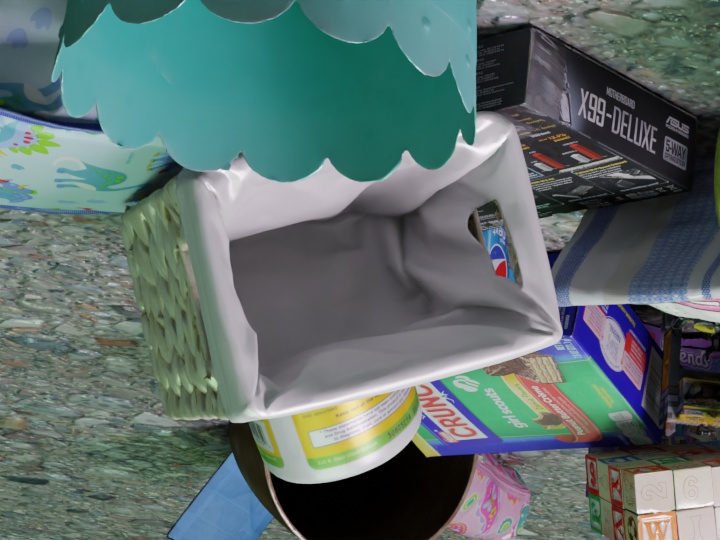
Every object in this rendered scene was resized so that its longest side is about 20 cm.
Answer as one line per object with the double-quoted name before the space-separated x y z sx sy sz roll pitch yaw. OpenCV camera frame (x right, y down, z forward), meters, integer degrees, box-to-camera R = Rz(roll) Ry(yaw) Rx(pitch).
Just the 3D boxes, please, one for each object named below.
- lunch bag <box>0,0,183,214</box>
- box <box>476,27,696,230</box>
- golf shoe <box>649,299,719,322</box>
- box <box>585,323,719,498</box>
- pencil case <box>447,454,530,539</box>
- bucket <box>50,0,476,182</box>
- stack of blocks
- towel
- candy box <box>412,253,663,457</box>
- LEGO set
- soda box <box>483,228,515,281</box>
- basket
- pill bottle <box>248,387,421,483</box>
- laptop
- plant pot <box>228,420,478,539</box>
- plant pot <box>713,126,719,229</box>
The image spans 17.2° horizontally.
"lunch bag" -0.190 -0.103 1.265 0.199 0.128 0.170 -1 165 -13
"box" 0.071 -0.076 1.399 0.200 0.050 0.158 -11 156 43
"golf shoe" 0.243 -0.002 1.550 0.199 0.073 0.092 15 157 -8
"box" 0.269 0.126 1.852 0.200 0.137 0.039 15 161 -26
"pencil case" 0.098 0.202 2.259 0.087 0.088 0.200 -1 161 22
"bucket" -0.038 -0.135 1.090 0.207 0.135 0.207 5 162 2
"stack of blocks" 0.276 0.158 1.733 0.199 0.059 0.115 -6 -176 -12
"towel" 0.216 -0.029 1.389 0.200 0.147 0.024 -4 122 31
"candy box" 0.104 0.064 1.753 0.200 0.077 0.169 -4 147 31
"LEGO set" 0.295 0.069 1.685 0.199 0.116 0.154 9 163 -11
"soda box" 0.000 0.000 1.608 0.199 0.064 0.068 -2 -161 25
"basket" -0.015 0.002 1.277 0.200 0.136 0.123 -12 177 -28
"pill bottle" -0.039 0.025 1.522 0.111 0.111 0.200 -4 118 29
"laptop" -0.060 0.227 2.335 0.199 0.116 0.187 0 163 17
"plant pot" -0.029 0.135 1.962 0.186 0.187 0.200 13 177 -24
"plant pot" 0.292 -0.049 1.215 0.193 0.201 0.200 9 168 36
